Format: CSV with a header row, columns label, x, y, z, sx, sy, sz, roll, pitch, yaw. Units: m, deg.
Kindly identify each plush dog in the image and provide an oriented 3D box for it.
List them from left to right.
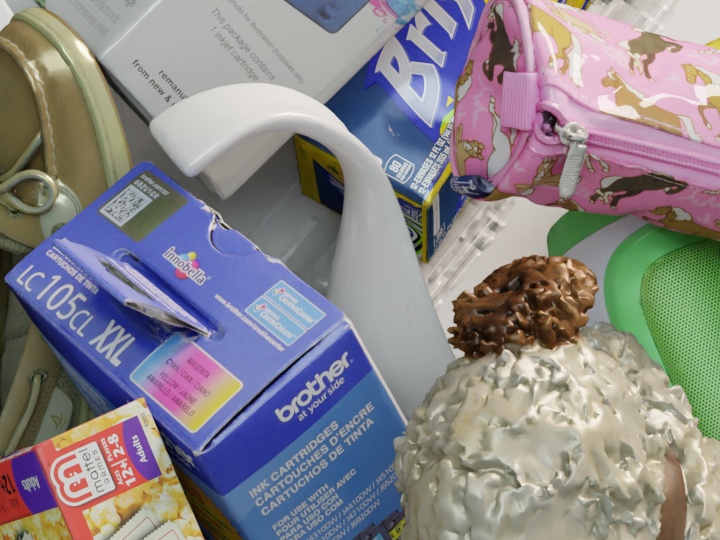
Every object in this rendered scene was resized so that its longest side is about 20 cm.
label,x,y,z,sx,sy,sz,roll,pitch,yaw
plush dog,0.076,0.092,0.972,0.160,0.171,0.201,-3,66,41

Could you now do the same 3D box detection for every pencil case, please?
label,x,y,z,sx,sy,sz,roll,pitch,yaw
pencil case,0.133,-0.045,1.080,0.199,0.083,0.087,13,57,-18

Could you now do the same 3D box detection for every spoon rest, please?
label,x,y,z,sx,sy,sz,roll,pitch,yaw
spoon rest,0.000,0.000,1.098,0.061,0.200,0.099,-39,38,0

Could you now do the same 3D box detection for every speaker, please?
label,x,y,z,sx,sy,sz,roll,pitch,yaw
speaker,0.143,0.062,1.130,0.088,0.089,0.201,-20,74,-7

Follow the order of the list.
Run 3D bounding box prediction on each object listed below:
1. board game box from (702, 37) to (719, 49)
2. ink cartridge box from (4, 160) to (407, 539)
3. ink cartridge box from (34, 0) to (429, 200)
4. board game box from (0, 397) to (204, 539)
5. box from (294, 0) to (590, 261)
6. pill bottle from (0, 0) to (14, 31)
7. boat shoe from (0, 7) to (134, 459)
label,x,y,z,sx,sy,sz,roll,pitch,yaw
board game box,0.242,-0.027,1.175,0.164,0.057,0.201,-24,74,-6
ink cartridge box,-0.043,0.052,1.051,0.076,0.201,0.136,-40,44,-14
ink cartridge box,-0.030,-0.146,1.138,0.200,0.088,0.145,-42,33,-1
board game box,-0.077,0.154,1.026,0.046,0.151,0.201,-24,89,-24
box,0.051,-0.109,1.182,0.064,0.070,0.201,28,74,11
pill bottle,-0.218,-0.036,1.141,0.199,0.114,0.115,-32,75,-10
boat shoe,-0.130,0.000,1.097,0.063,0.202,0.073,-18,38,-35
